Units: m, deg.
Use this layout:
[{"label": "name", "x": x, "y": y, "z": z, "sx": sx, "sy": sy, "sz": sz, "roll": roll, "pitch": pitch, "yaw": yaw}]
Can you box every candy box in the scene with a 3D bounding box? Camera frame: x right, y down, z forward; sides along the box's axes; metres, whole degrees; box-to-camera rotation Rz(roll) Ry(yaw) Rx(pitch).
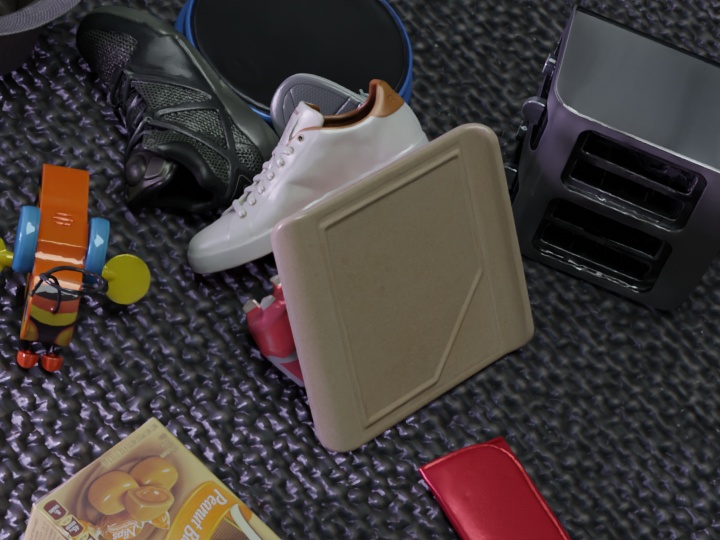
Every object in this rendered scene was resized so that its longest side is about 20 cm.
[{"label": "candy box", "x": -0.113, "y": 0.204, "z": 1.529, "sx": 0.200, "sy": 0.055, "sz": 0.115, "roll": 42, "pitch": 52, "yaw": 15}]

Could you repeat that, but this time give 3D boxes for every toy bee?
[{"label": "toy bee", "x": -0.225, "y": 0.009, "z": 1.629, "sx": 0.130, "sy": 0.109, "sz": 0.200, "roll": 19, "pitch": 24, "yaw": 7}]

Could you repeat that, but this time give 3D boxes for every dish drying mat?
[{"label": "dish drying mat", "x": 0.122, "y": 0.206, "z": 1.629, "sx": 0.077, "sy": 0.018, "sz": 0.200, "roll": -18, "pitch": 61, "yaw": -28}]

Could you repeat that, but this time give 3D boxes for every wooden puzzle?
[{"label": "wooden puzzle", "x": 0.031, "y": 0.010, "z": 1.670, "sx": 0.200, "sy": 0.186, "sz": 0.037, "roll": -27, "pitch": 27, "yaw": -31}]

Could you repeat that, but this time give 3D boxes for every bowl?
[{"label": "bowl", "x": -0.052, "y": -0.175, "z": 1.854, "sx": 0.200, "sy": 0.039, "sz": 0.201, "roll": 9, "pitch": 51, "yaw": -11}]

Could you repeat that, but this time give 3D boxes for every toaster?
[{"label": "toaster", "x": 0.213, "y": -0.081, "z": 1.780, "sx": 0.199, "sy": 0.181, "sz": 0.119, "roll": 22, "pitch": 52, "yaw": 1}]

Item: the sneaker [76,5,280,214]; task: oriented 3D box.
[{"label": "sneaker", "x": -0.161, "y": -0.118, "z": 1.750, "sx": 0.199, "sy": 0.076, "sz": 0.114, "roll": 46, "pitch": 47, "yaw": 11}]

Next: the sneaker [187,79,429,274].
[{"label": "sneaker", "x": -0.052, "y": -0.074, "z": 1.708, "sx": 0.200, "sy": 0.073, "sz": 0.085, "roll": -31, "pitch": 108, "yaw": -4}]

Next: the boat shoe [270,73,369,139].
[{"label": "boat shoe", "x": 0.020, "y": -0.083, "z": 1.776, "sx": 0.202, "sy": 0.075, "sz": 0.065, "roll": 31, "pitch": 15, "yaw": -5}]

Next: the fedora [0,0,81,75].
[{"label": "fedora", "x": -0.305, "y": -0.213, "z": 1.766, "sx": 0.200, "sy": 0.090, "sz": 0.177, "roll": 34, "pitch": 49, "yaw": 17}]

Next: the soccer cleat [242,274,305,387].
[{"label": "soccer cleat", "x": 0.000, "y": 0.000, "z": 1.701, "sx": 0.200, "sy": 0.067, "sz": 0.077, "roll": -42, "pitch": 107, "yaw": -24}]
